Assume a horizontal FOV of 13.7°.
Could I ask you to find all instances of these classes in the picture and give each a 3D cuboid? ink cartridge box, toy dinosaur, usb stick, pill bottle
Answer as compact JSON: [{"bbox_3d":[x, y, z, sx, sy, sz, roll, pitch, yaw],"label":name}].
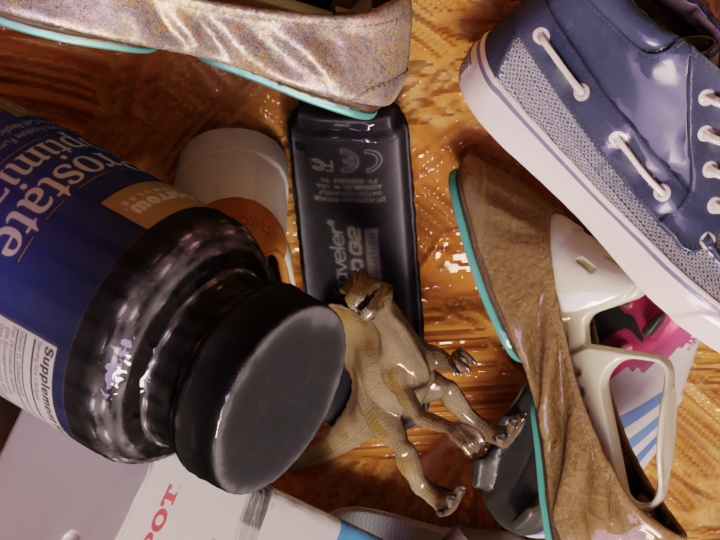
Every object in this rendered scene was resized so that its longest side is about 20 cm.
[{"bbox_3d":[-0.094,0.152,1.350,0.084,0.145,0.200,23,175,35],"label":"ink cartridge box"},{"bbox_3d":[0.018,0.057,1.348,0.101,0.058,0.200,40,154,13],"label":"toy dinosaur"},{"bbox_3d":[0.000,0.000,1.354,0.055,0.033,0.200,3,135,8],"label":"usb stick"},{"bbox_3d":[-0.109,0.011,1.239,0.200,0.112,0.112,27,142,27],"label":"pill bottle"}]

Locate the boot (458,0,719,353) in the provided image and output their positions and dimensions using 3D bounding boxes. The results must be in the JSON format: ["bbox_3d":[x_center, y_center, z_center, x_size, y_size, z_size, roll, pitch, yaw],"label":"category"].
[{"bbox_3d":[0.139,-0.046,1.251,0.200,0.073,0.090,41,124,-7],"label":"boot"}]

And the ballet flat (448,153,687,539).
[{"bbox_3d":[0.098,0.039,1.309,0.072,0.201,0.068,-17,175,22],"label":"ballet flat"}]

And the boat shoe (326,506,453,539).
[{"bbox_3d":[0.051,0.163,1.502,0.200,0.074,0.067,23,155,-21],"label":"boat shoe"}]

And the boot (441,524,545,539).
[{"bbox_3d":[0.060,0.227,1.455,0.186,0.064,0.200,37,107,-25],"label":"boot"}]

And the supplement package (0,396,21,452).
[{"bbox_3d":[-0.256,0.131,1.409,0.200,0.121,0.120,-26,130,20],"label":"supplement package"}]

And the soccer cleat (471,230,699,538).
[{"bbox_3d":[0.122,0.039,1.384,0.086,0.070,0.200,-7,135,-46],"label":"soccer cleat"}]

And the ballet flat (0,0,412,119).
[{"bbox_3d":[-0.070,-0.119,1.224,0.199,0.068,0.067,13,113,-21],"label":"ballet flat"}]

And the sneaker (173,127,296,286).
[{"bbox_3d":[-0.064,0.035,1.350,0.073,0.085,0.200,-2,136,-3],"label":"sneaker"}]
